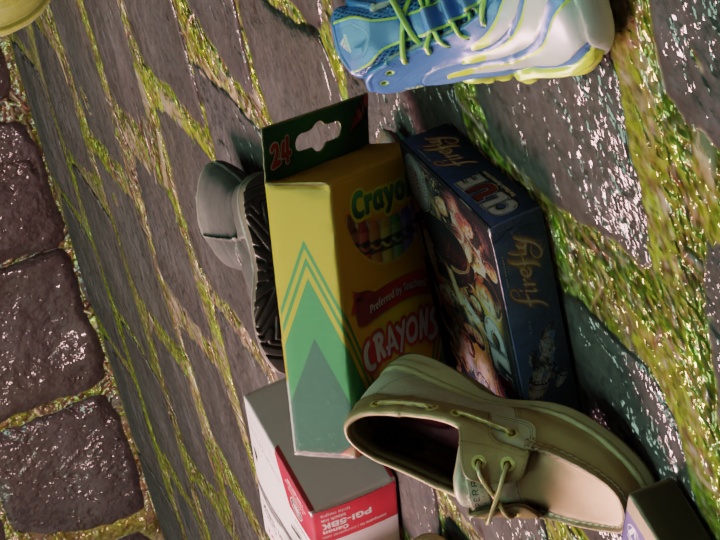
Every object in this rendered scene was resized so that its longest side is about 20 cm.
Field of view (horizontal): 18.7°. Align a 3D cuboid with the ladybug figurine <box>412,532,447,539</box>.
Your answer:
[{"bbox_3d":[0.055,0.284,1.707,0.200,0.072,0.136,90,155,-57],"label":"ladybug figurine"}]

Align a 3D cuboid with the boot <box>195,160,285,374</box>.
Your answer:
[{"bbox_3d":[-0.090,-0.006,1.856,0.200,0.072,0.183,179,84,-69],"label":"boot"}]

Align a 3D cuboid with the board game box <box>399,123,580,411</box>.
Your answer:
[{"bbox_3d":[0.081,0.029,1.298,0.136,0.034,0.201,-133,26,-58],"label":"board game box"}]

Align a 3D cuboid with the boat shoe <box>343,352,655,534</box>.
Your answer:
[{"bbox_3d":[0.076,0.110,1.237,0.199,0.066,0.074,18,132,40],"label":"boat shoe"}]

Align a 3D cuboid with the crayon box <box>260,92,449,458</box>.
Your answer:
[{"bbox_3d":[0.000,0.000,1.336,0.051,0.127,0.201,2,105,31],"label":"crayon box"}]

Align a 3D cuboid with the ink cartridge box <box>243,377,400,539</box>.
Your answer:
[{"bbox_3d":[-0.029,0.204,1.901,0.201,0.082,0.147,85,159,-47],"label":"ink cartridge box"}]

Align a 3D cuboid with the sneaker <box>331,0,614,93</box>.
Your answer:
[{"bbox_3d":[0.048,-0.114,1.058,0.200,0.105,0.076,-178,67,-76],"label":"sneaker"}]

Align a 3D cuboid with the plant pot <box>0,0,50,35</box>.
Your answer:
[{"bbox_3d":[-0.411,-0.382,2.341,0.201,0.199,0.184,64,155,20],"label":"plant pot"}]

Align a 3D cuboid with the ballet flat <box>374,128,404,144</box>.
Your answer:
[{"bbox_3d":[0.020,0.008,1.438,0.068,0.067,0.201,-137,29,-65],"label":"ballet flat"}]

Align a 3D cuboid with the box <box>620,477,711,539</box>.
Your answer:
[{"bbox_3d":[0.178,0.215,1.198,0.200,0.032,0.121,86,158,-54],"label":"box"}]
